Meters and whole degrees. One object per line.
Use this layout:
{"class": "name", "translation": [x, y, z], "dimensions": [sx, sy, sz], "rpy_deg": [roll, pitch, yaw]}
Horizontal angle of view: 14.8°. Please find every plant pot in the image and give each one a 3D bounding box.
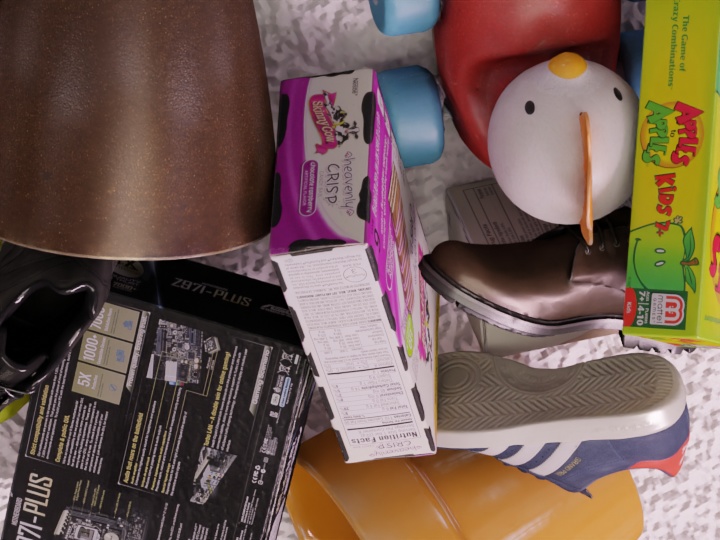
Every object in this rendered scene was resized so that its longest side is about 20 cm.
{"class": "plant pot", "translation": [0.074, 0.162, 1.794], "dimensions": [0.183, 0.200, 0.201], "rpy_deg": [-29, 127, -14]}
{"class": "plant pot", "translation": [-0.132, -0.131, 1.557], "dimensions": [0.186, 0.187, 0.201], "rpy_deg": [-1, 109, -14]}

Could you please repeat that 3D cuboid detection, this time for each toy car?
{"class": "toy car", "translation": [0.114, -0.104, 1.607], "dimensions": [0.184, 0.200, 0.177], "rpy_deg": [-9, 125, -9]}

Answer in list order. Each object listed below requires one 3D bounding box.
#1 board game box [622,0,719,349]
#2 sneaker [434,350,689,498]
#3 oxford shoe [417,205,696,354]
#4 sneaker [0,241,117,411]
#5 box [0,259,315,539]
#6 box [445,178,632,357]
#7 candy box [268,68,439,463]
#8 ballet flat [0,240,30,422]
{"class": "board game box", "translation": [0.194, -0.059, 1.591], "dimensions": [0.047, 0.102, 0.201], "rpy_deg": [3, 86, 24]}
{"class": "sneaker", "translation": [0.106, 0.101, 1.701], "dimensions": [0.199, 0.075, 0.085], "rpy_deg": [1, 136, 22]}
{"class": "oxford shoe", "translation": [0.125, -0.006, 1.647], "dimensions": [0.199, 0.073, 0.085], "rpy_deg": [4, 119, -31]}
{"class": "sneaker", "translation": [-0.217, 0.048, 1.598], "dimensions": [0.076, 0.091, 0.200], "rpy_deg": [35, 111, -22]}
{"class": "box", "translation": [-0.120, 0.100, 1.702], "dimensions": [0.163, 0.086, 0.201], "rpy_deg": [15, 111, 4]}
{"class": "box", "translation": [0.160, -0.017, 1.744], "dimensions": [0.199, 0.095, 0.078], "rpy_deg": [-11, 125, -6]}
{"class": "candy box", "translation": [0.000, 0.000, 1.628], "dimensions": [0.061, 0.137, 0.200], "rpy_deg": [-6, 140, 10]}
{"class": "ballet flat", "translation": [-0.226, 0.005, 1.682], "dimensions": [0.067, 0.067, 0.201], "rpy_deg": [-26, 131, -23]}
